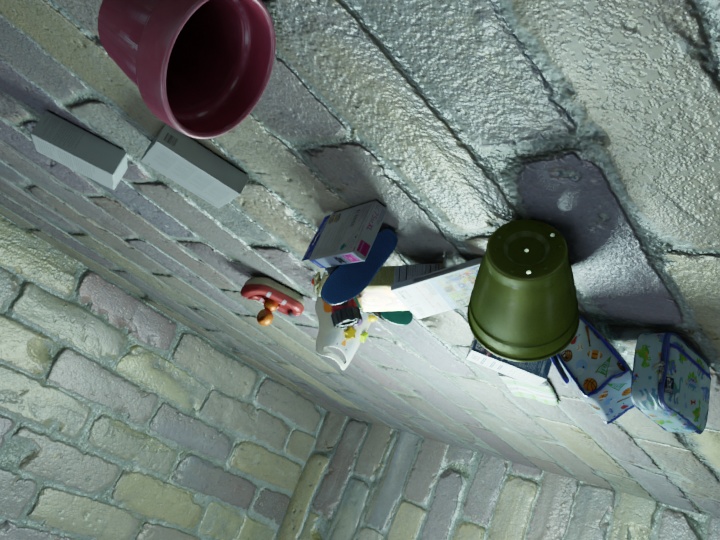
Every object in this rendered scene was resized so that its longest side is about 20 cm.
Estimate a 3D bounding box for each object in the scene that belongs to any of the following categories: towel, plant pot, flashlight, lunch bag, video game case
[{"bbox_3d":[0.488,0.343,1.917,0.149,0.031,0.200,11,157,33],"label":"towel"},{"bbox_3d":[-0.244,-0.305,0.883,0.179,0.200,0.200,33,165,23],"label":"plant pot"},{"bbox_3d":[-0.051,0.027,1.488,0.068,0.201,0.068,-29,157,35],"label":"flashlight"},{"bbox_3d":[0.603,0.215,1.275,0.200,0.161,0.082,35,152,-33],"label":"lunch bag"},{"bbox_3d":[0.182,0.041,1.378,0.199,0.018,0.143,-17,143,22],"label":"video game case"},{"bbox_3d":[0.280,0.022,1.130,0.200,0.201,0.193,15,147,22],"label":"plant pot"},{"bbox_3d":[0.470,0.191,1.364,0.170,0.124,0.200,45,-166,-46],"label":"lunch bag"}]

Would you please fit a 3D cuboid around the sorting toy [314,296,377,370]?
[{"bbox_3d":[-0.051,0.181,1.886,0.107,0.181,0.200,0,150,49],"label":"sorting toy"}]

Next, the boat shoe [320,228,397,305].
[{"bbox_3d":[0.000,0.000,1.346,0.084,0.200,0.069,53,166,-6],"label":"boat shoe"}]

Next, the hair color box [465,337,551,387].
[{"bbox_3d":[0.380,0.228,1.698,0.199,0.061,0.100,21,160,7],"label":"hair color box"}]

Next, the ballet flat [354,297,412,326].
[{"bbox_3d":[0.043,0.087,1.711,0.199,0.068,0.068,23,179,-23],"label":"ballet flat"}]

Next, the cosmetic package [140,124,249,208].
[{"bbox_3d":[-0.354,-0.217,1.406,0.200,0.052,0.151,33,156,-23],"label":"cosmetic package"}]

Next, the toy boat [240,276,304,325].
[{"bbox_3d":[-0.280,0.108,2.029,0.199,0.131,0.130,28,159,-12],"label":"toy boat"}]

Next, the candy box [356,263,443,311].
[{"bbox_3d":[0.090,0.040,1.456,0.199,0.056,0.116,-4,148,14],"label":"candy box"}]

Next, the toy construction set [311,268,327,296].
[{"bbox_3d":[-0.027,0.020,1.600,0.199,0.093,0.131,6,156,15],"label":"toy construction set"}]

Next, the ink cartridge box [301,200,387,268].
[{"bbox_3d":[-0.035,-0.067,1.324,0.042,0.120,0.200,36,157,-28],"label":"ink cartridge box"}]

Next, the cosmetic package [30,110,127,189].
[{"bbox_3d":[-0.658,-0.280,1.553,0.199,0.071,0.101,28,160,-11],"label":"cosmetic package"}]
